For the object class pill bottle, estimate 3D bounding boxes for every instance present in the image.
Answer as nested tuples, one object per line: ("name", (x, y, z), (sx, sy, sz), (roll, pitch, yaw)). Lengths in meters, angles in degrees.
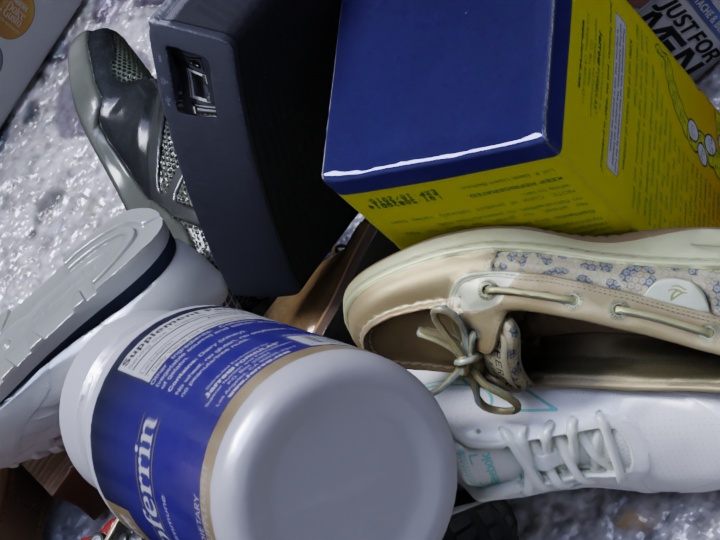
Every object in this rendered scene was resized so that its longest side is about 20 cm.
("pill bottle", (-0.053, 0.078, 1.135), (0.116, 0.116, 0.200), (-61, 29, -8))

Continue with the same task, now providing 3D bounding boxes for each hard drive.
("hard drive", (-0.029, -0.083, 1.160), (0.042, 0.200, 0.135), (24, 62, 25))

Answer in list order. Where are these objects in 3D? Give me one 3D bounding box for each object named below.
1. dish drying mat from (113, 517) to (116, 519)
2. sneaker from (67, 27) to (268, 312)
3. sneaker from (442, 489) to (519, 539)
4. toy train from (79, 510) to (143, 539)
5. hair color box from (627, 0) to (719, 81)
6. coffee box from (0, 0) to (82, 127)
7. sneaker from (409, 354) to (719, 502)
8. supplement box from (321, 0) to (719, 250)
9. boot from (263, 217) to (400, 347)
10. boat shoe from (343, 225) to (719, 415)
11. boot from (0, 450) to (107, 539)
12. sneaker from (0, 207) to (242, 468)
("dish drying mat", (-0.066, 0.182, 1.231), (0.077, 0.018, 0.200), (-49, 50, 0))
("sneaker", (-0.078, -0.070, 1.338), (0.114, 0.076, 0.199), (-37, 54, 9))
("sneaker", (-0.027, 0.144, 1.177), (0.200, 0.076, 0.088), (-31, 43, -3))
("toy train", (-0.125, 0.149, 1.253), (0.046, 0.034, 0.200), (18, 77, 41))
("hair color box", (0.158, -0.161, 1.207), (0.200, 0.111, 0.064), (-42, 50, 8))
("coffee box", (-0.324, -0.155, 1.461), (0.200, 0.200, 0.198), (27, 81, 40))
("sneaker", (0.088, 0.076, 1.137), (0.200, 0.070, 0.080), (2, 26, 38))
("supplement box", (0.082, -0.051, 1.139), (0.109, 0.200, 0.110), (-9, 60, 29))
("boot", (0.000, 0.000, 1.255), (0.075, 0.074, 0.200), (31, 87, 49))
("boat shoe", (0.086, 0.023, 1.086), (0.200, 0.073, 0.063), (-6, 56, 19))
("boot", (-0.227, 0.115, 1.331), (0.200, 0.077, 0.155), (-50, 51, -3))
("sneaker", (-0.150, 0.059, 1.259), (0.200, 0.081, 0.076), (-37, 29, 12))
